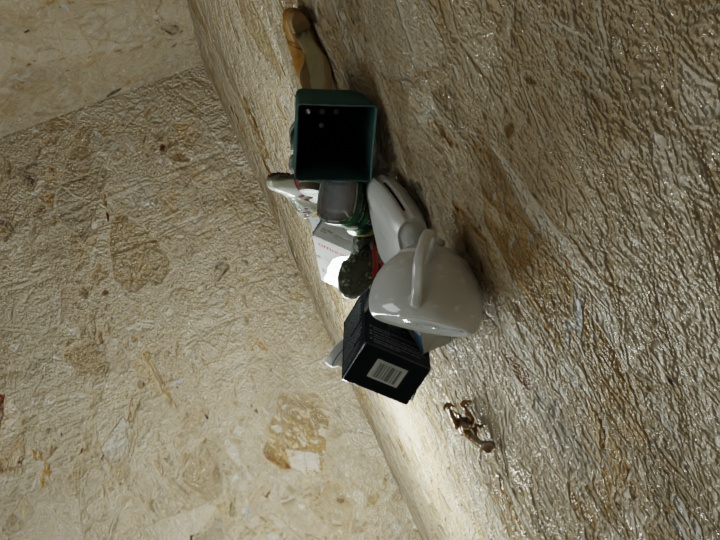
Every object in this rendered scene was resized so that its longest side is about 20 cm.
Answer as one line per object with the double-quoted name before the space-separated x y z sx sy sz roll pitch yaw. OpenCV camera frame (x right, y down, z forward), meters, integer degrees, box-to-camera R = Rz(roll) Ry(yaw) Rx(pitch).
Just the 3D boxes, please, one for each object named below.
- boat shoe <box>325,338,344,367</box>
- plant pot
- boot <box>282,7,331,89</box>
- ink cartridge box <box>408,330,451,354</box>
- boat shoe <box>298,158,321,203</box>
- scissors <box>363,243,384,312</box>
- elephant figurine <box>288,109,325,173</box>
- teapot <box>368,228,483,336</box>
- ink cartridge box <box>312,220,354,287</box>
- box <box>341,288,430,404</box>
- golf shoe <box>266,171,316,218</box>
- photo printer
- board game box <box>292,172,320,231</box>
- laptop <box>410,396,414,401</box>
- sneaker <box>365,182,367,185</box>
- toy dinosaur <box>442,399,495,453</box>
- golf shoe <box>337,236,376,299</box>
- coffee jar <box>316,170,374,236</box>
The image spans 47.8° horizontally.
"boat shoe" 0.008 0.176 1.771 0.066 0.200 0.072 40 121 24
"plant pot" -0.060 -0.270 1.518 0.200 0.141 0.142 -109 22 -60
"boot" -0.114 -0.452 1.709 0.144 0.071 0.202 -122 15 -69
"ink cartridge box" 0.104 0.053 1.628 0.115 0.068 0.200 78 166 -47
"boat shoe" -0.074 -0.180 1.637 0.200 0.071 0.076 39 -126 -81
"scissors" 0.031 0.028 1.594 0.200 0.014 0.073 -82 -22 -45
"elephant figurine" -0.095 -0.301 1.799 0.141 0.155 0.201 12 -112 -53
"teapot" 0.110 0.018 1.300 0.200 0.197 0.147 -3 72 58
"ink cartridge box" -0.025 -0.032 1.908 0.145 0.085 0.200 24 154 18
"box" 0.050 0.151 1.664 0.107 0.148 0.200 -59 15 28
"golf shoe" -0.118 -0.157 1.737 0.072 0.200 0.092 11 90 47
"photo printer" 0.073 -0.071 1.517 0.167 0.069 0.200 -122 14 -46
"board game box" -0.068 -0.153 1.957 0.153 0.040 0.201 8 126 40
"laptop" 0.069 0.188 1.941 0.177 0.103 0.200 48 -176 40
"sneaker" -0.022 -0.196 1.735 0.099 0.078 0.201 -126 17 -64
"toy dinosaur" 0.208 0.313 1.685 0.200 0.060 0.107 -133 21 -64
"golf shoe" 0.000 0.000 1.699 0.097 0.078 0.200 102 -173 -47
"coffee jar" -0.013 -0.126 1.600 0.200 0.085 0.105 17 -101 -72
